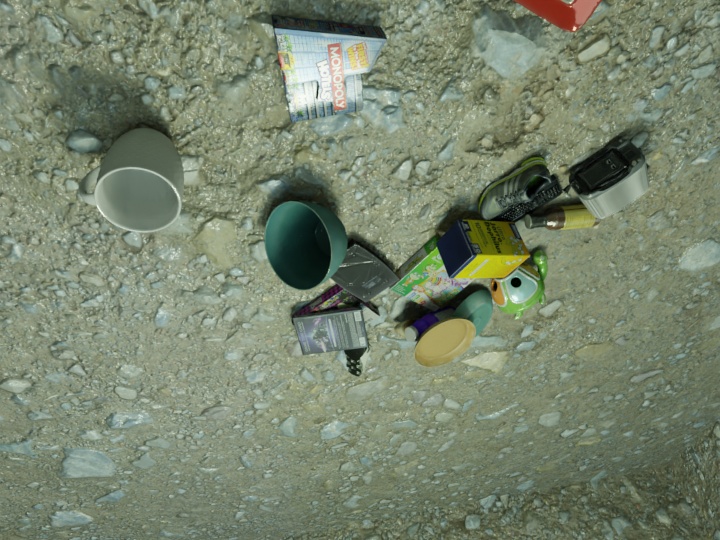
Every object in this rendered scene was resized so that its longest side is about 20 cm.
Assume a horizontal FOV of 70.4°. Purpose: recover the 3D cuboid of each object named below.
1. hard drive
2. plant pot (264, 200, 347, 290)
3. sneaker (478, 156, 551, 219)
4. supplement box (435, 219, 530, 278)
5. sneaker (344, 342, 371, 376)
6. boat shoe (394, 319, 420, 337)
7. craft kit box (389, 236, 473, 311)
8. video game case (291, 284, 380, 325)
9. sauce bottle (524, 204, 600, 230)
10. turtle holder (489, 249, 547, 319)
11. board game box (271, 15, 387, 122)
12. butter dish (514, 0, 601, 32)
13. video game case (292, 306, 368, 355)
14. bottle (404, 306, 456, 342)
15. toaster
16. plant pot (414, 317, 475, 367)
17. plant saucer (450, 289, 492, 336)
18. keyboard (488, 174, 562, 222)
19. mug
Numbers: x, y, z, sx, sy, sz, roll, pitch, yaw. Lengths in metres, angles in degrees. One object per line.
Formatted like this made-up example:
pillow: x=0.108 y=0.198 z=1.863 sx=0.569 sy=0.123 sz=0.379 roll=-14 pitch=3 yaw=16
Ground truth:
hard drive: x=0.000 y=0.000 z=1.372 sx=0.134 sy=0.043 sz=0.200 roll=-35 pitch=133 yaw=20
plant pot: x=-0.107 y=-0.067 z=1.190 sx=0.134 sy=0.200 sz=0.200 roll=-21 pitch=155 yaw=-54
sneaker: x=0.374 y=-0.191 z=1.242 sx=0.074 sy=0.081 sz=0.200 roll=36 pitch=117 yaw=-27
supplement box: x=0.315 y=-0.054 z=1.316 sx=0.198 sy=0.110 sz=0.110 roll=-1 pitch=149 yaw=-30
sneaker: x=-0.004 y=0.240 z=1.597 sx=0.073 sy=0.089 sz=0.201 roll=24 pitch=141 yaw=16
boat shoe: x=0.195 y=0.184 z=1.607 sx=0.198 sy=0.072 sz=0.064 roll=13 pitch=166 yaw=-36
craft kit box: x=0.212 y=0.016 z=1.448 sx=0.199 sy=0.049 sz=0.198 roll=25 pitch=122 yaw=-34
video game case: x=-0.071 y=0.135 z=1.497 sx=0.199 sy=0.036 sz=0.181 roll=-34 pitch=133 yaw=20
sauce bottle: x=0.536 y=-0.140 z=1.359 sx=0.197 sy=0.065 sz=0.065 roll=-5 pitch=136 yaw=-8
turtle holder: x=0.461 y=0.035 z=1.466 sx=0.184 sy=0.142 sz=0.132 roll=-26 pitch=120 yaw=25
board game box: x=-0.049 y=-0.377 z=0.955 sx=0.197 sy=0.062 sz=0.201 roll=-10 pitch=137 yaw=-3
butter dish: x=0.343 y=-0.538 z=0.844 sx=0.199 sy=0.148 sz=0.201 roll=35 pitch=131 yaw=8
video game case: x=-0.084 y=0.176 z=1.469 sx=0.197 sy=0.019 sz=0.144 roll=-7 pitch=124 yaw=4
bottle: x=0.218 y=0.168 z=1.536 sx=0.199 sy=0.065 sz=0.084 roll=-13 pitch=127 yaw=-38
toaster: x=0.613 y=-0.215 z=1.266 sx=0.199 sy=0.114 sz=0.129 roll=-37 pitch=135 yaw=20
plant pot: x=0.243 y=0.206 z=1.493 sx=0.198 sy=0.028 sz=0.201 roll=-13 pitch=134 yaw=-14
plant saucer: x=0.344 y=0.152 z=1.566 sx=0.199 sy=0.036 sz=0.202 roll=-27 pitch=138 yaw=-28
keyboard: x=0.424 y=-0.166 z=1.319 sx=0.199 sy=0.040 sz=0.104 roll=-34 pitch=134 yaw=18
mug: x=-0.436 y=-0.179 z=0.970 sx=0.198 sy=0.176 sz=0.148 roll=-14 pitch=137 yaw=0
